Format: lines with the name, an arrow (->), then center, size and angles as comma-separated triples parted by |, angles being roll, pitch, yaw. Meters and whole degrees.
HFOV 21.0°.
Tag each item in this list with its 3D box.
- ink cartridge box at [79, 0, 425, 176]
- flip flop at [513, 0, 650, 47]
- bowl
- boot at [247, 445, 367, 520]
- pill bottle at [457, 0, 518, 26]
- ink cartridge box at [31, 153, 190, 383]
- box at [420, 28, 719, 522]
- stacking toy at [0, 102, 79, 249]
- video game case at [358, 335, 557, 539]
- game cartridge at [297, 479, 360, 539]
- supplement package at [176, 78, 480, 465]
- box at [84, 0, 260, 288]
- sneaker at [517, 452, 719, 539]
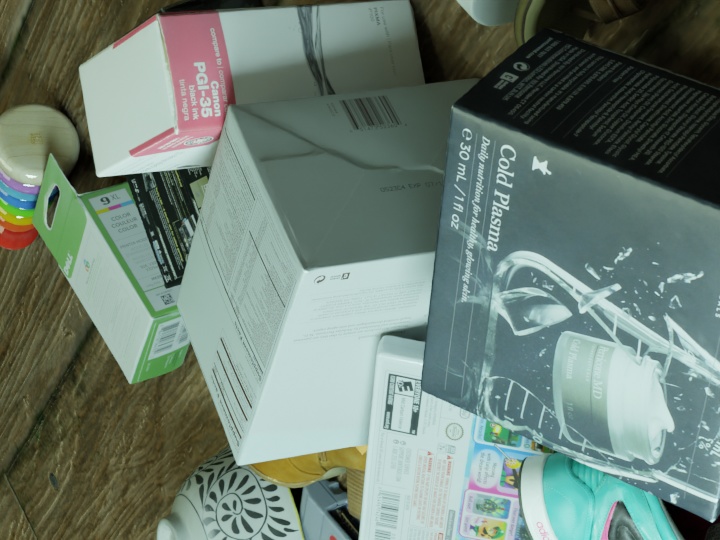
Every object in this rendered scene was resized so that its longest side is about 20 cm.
ink cartridge box -> -0.073, -0.126, 1.336 | 0.146, 0.198, 0.084 | -19, 80, 59
flip flop -> 0.149, -0.180, 1.105 | 0.058, 0.081, 0.200 | 45, 138, 11
bowl -> -0.122, 0.249, 1.698 | 0.200, 0.093, 0.203 | 171, 90, -68
boot -> -0.031, 0.106, 1.553 | 0.200, 0.070, 0.146 | 20, 118, 48
pill bottle -> 0.044, -0.246, 1.183 | 0.201, 0.110, 0.111 | 53, 145, 25
ink cartridge box -> -0.224, -0.009, 1.783 | 0.201, 0.059, 0.104 | 55, 145, 23
box -> 0.151, -0.001, 1.093 | 0.195, 0.124, 0.202 | 22, 128, 23
stacking toy -> -0.332, -0.080, 1.898 | 0.086, 0.085, 0.200 | 60, 151, 15
video game case -> 0.093, 0.134, 1.277 | 0.180, 0.024, 0.201 | 10, 133, 6
game cartridge -> 0.009, 0.279, 1.609 | 0.200, 0.041, 0.134 | 45, 145, 35
supplement package -> 0.000, 0.000, 1.293 | 0.148, 0.189, 0.201 | 64, 149, 34
box -> -0.122, -0.104, 1.545 | 0.163, 0.086, 0.202 | -20, 90, 59
sneaker -> 0.193, 0.178, 1.228 | 0.120, 0.084, 0.200 | -14, 131, 27
